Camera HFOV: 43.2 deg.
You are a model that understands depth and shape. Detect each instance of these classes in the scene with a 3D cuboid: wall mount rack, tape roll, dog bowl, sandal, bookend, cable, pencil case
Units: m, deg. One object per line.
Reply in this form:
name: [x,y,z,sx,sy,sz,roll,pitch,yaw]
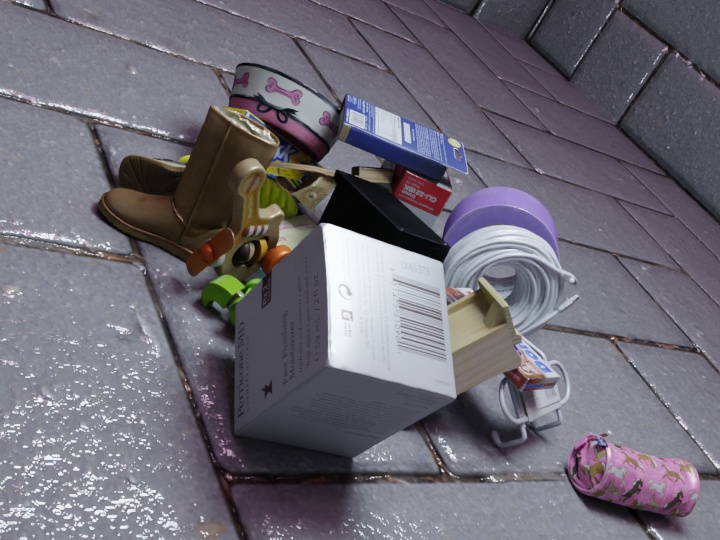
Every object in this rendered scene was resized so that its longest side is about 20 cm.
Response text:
wall mount rack: [0.214,0.148,1.275,0.198,0.074,0.177,-6,78,-52]
tape roll: [0.231,-0.030,1.513,0.198,0.201,0.085,31,26,-4]
dog bowl: [-0.121,-0.240,1.425,0.197,0.075,0.200,25,-8,4]
sandal: [-0.183,-0.132,1.364,0.198,0.080,0.087,26,23,-18]
bookend: [0.000,0.000,1.245,0.091,0.202,0.199,16,18,-35]
cable: [0.213,0.024,1.402,0.200,0.199,0.070,43,15,-24]
sandal: [-0.056,-0.119,1.326,0.207,0.071,0.078,3,8,-8]
pencil case: [0.389,0.291,1.286,0.197,0.088,0.083,20,-3,-25]

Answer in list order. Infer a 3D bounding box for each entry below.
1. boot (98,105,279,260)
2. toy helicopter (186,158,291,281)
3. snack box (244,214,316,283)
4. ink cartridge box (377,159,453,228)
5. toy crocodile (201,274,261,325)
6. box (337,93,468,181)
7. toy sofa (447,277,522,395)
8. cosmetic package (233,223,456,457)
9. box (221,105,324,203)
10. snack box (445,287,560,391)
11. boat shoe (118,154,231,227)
boot: [-0.221,-0.124,1.161,0.173,0.202,0.066,25,26,-14]
toy helicopter: [-0.150,-0.056,1.119,0.131,0.202,0.079,-27,60,-27]
snack box: [-0.106,-0.022,1.304,0.116,0.037,0.199,44,28,19]
ink cartridge box: [0.055,-0.088,1.416,0.082,0.202,0.145,20,28,-15]
toy crocodile: [-0.108,0.072,1.129,0.199,0.062,0.068,35,27,-6]
box: [0.062,-0.191,1.341,0.197,0.033,0.122,20,29,-10]
toy sofa: [0.104,0.105,1.167,0.099,0.198,0.083,66,-7,-31]
cosmetic package: [-0.023,0.084,0.986,0.163,0.200,0.167,17,53,-30]
box: [-0.139,-0.174,1.406,0.069,0.065,0.199,19,-10,46]
snack box: [0.183,0.091,1.246,0.071,0.025,0.200,3,33,-42]
boat shoe: [-0.234,-0.115,1.253,0.198,0.073,0.066,19,19,11]
